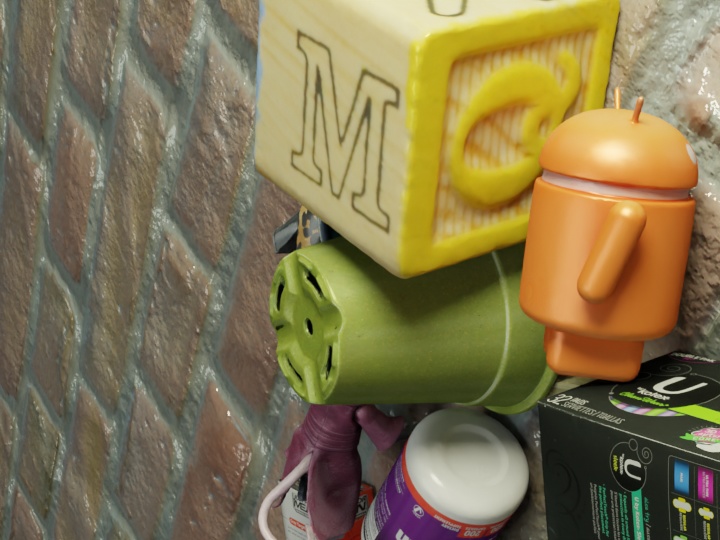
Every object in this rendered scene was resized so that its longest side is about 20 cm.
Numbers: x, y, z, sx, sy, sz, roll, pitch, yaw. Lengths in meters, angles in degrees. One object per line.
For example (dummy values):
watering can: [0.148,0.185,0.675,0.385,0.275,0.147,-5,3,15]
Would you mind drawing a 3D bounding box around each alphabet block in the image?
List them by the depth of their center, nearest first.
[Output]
alphabet block: [0.051,-0.140,1.101,0.200,0.195,0.197,38,135,43]

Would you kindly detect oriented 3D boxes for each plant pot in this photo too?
plant pot: [0.033,0.034,1.182,0.200,0.189,0.201,24,118,58]

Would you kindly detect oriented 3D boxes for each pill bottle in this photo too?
pill bottle: [0.069,0.220,1.308,0.113,0.112,0.200,55,143,26]

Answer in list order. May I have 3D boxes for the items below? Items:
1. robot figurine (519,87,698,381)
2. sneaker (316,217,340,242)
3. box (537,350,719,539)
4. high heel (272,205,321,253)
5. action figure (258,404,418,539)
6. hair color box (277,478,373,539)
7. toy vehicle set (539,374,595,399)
robot figurine: [0.175,-0.025,1.018,0.116,0.143,0.201,16,105,40]
sneaker: [0.000,0.000,1.308,0.077,0.086,0.201,-23,88,21]
box: [0.241,0.147,0.982,0.200,0.148,0.125,12,113,53]
high heel: [-0.025,0.025,1.398,0.142,0.071,0.201,-34,71,57]
action figure: [-0.033,0.144,1.337,0.134,0.149,0.201,33,126,25]
hair color box: [-0.026,0.318,1.541,0.101,0.061,0.201,15,118,53]
toy vehicle set: [0.207,0.184,1.164,0.124,0.026,0.201,7,110,55]
